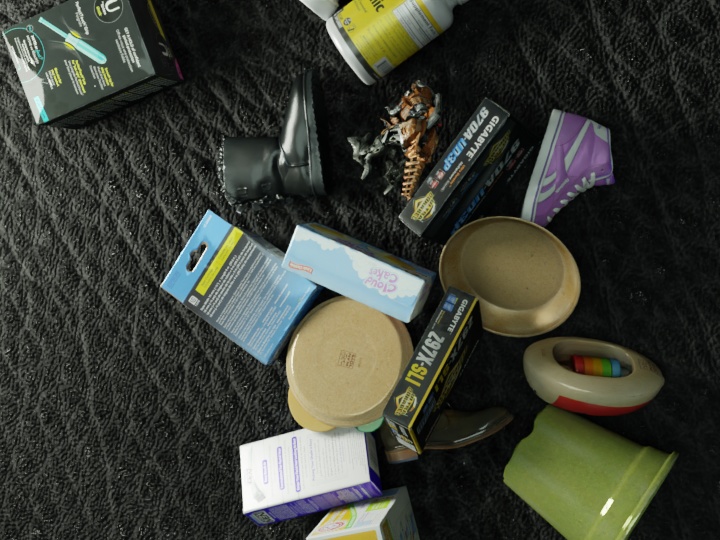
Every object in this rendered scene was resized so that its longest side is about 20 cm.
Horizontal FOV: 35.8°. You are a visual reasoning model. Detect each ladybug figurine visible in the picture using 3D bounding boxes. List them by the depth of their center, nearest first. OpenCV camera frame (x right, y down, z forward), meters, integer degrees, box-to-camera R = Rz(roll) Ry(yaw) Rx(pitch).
[{"bbox_3d":[0.318,0.150,1.534,0.198,0.136,0.072,8,119,-1],"label":"ladybug figurine"}]

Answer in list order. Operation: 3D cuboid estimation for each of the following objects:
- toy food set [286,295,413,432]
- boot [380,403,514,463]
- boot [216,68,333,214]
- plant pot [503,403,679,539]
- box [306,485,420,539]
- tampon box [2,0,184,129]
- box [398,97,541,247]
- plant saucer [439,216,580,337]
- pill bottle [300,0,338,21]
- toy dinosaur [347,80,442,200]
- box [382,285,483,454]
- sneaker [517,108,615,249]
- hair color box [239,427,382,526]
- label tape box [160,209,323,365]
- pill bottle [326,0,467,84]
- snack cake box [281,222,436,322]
[{"bbox_3d":[-0.013,0.134,1.617,0.196,0.049,0.202,-5,74,15],"label":"toy food set"},{"bbox_3d":[0.115,0.206,1.605,0.199,0.075,0.098,-19,93,14],"label":"boot"},{"bbox_3d":[-0.129,-0.187,1.633,0.161,0.073,0.200,-4,94,15],"label":"boot"},{"bbox_3d":[0.303,0.284,1.525,0.184,0.200,0.201,33,100,19],"label":"plant pot"},{"bbox_3d":[0.009,0.388,1.575,0.112,0.200,0.102,-14,91,12],"label":"box"},{"bbox_3d":[-0.390,-0.315,1.647,0.199,0.126,0.151,-20,90,12],"label":"tampon box"},{"bbox_3d":[0.152,-0.127,1.528,0.046,0.159,0.201,40,100,23],"label":"box"},{"bbox_3d":[0.210,0.002,1.556,0.199,0.036,0.201,11,127,15],"label":"plant saucer"},{"bbox_3d":[-0.017,-0.456,1.567,0.111,0.111,0.200,41,101,6],"label":"pill bottle"},{"bbox_3d":[0.061,-0.181,1.547,0.135,0.200,0.102,-33,107,34],"label":"toy dinosaur"},{"bbox_3d":[0.102,0.138,1.525,0.049,0.160,0.201,24,74,18],"label":"box"},{"bbox_3d":[0.290,-0.113,1.549,0.114,0.073,0.202,19,98,7],"label":"sneaker"},{"bbox_3d":[-0.074,0.293,1.634,0.199,0.065,0.110,-15,55,12],"label":"hair color box"},{"bbox_3d":[-0.173,0.022,1.658,0.199,0.063,0.145,36,100,7],"label":"label tape box"},{"bbox_3d":[0.060,-0.360,1.558,0.199,0.111,0.112,-34,87,11],"label":"pill bottle"},{"bbox_3d":[0.000,0.000,1.594,0.199,0.115,0.068,23,98,9],"label":"snack cake box"}]
